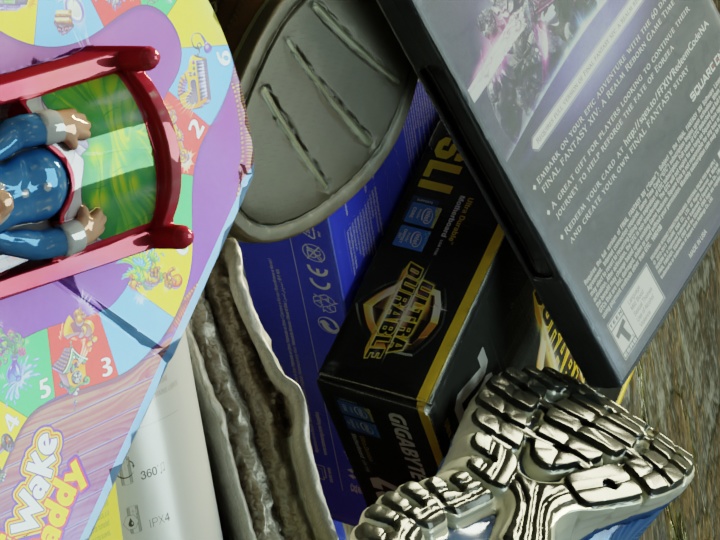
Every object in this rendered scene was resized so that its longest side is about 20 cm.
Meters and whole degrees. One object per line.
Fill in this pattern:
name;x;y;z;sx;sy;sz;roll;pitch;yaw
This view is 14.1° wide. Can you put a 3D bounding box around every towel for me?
towel;-0.039;0.087;0.946;0.133;0.034;0.200;138;-63;-70

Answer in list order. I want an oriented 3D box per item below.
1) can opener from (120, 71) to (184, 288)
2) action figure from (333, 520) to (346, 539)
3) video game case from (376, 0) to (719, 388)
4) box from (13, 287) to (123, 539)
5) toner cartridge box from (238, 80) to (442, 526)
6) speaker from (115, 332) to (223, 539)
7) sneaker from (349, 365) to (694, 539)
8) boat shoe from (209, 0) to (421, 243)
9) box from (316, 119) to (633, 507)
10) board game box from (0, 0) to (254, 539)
can opener;-0.078;-0.092;0.813;0.063;0.078;0.200;81;0;-80
action figure;-0.019;0.104;1.191;0.065;0.052;0.200;-71;150;-51
video game case;0.078;-0.079;1.034;0.143;0.019;0.200;-54;126;-35
box;-0.103;0.097;0.802;0.050;0.075;0.201;-21;105;-73
toner cartridge box;0.000;0.000;1.083;0.200;0.043;0.095;80;31;-47
speaker;-0.081;0.081;0.880;0.081;0.081;0.200;-53;135;-70
sneaker;0.045;0.100;1.001;0.200;0.078;0.089;-30;148;-52
boat shoe;-0.019;-0.088;0.989;0.072;0.068;0.200;55;49;-35
box;0.053;0.031;1.110;0.160;0.049;0.200;-62;155;-26
board game box;-0.089;-0.013;0.727;0.158;0.039;0.200;38;68;-37
